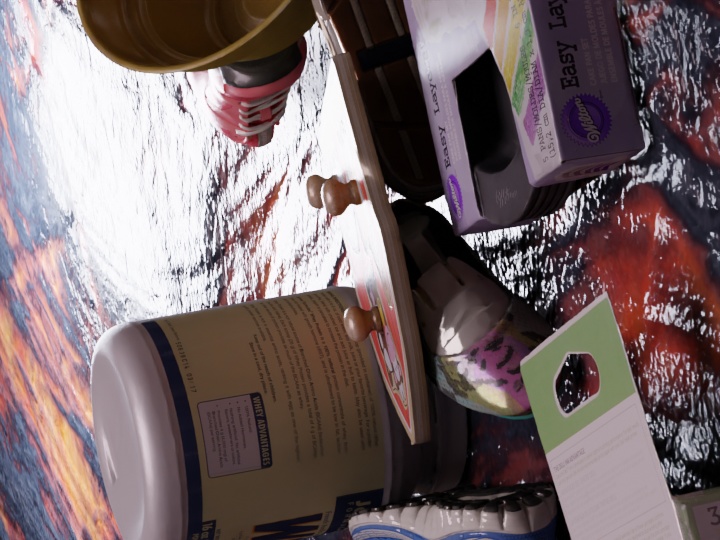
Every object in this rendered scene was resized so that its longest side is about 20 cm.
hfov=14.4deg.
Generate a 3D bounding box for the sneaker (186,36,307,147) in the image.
[{"bbox_3d":[-0.069,-0.124,1.905,0.200,0.073,0.087,-150,39,-73],"label":"sneaker"}]

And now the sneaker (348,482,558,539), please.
[{"bbox_3d":[0.053,0.170,1.612,0.200,0.078,0.090,171,89,-68],"label":"sneaker"}]

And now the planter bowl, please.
[{"bbox_3d":[-0.073,-0.192,1.751,0.083,0.200,0.201,39,-159,-48],"label":"planter bowl"}]

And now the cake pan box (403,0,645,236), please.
[{"bbox_3d":[0.075,-0.125,1.440,0.184,0.052,0.201,146,113,-74],"label":"cake pan box"}]

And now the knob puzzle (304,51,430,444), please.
[{"bbox_3d":[0.000,0.000,1.574,0.220,0.030,0.221,166,90,-83],"label":"knob puzzle"}]

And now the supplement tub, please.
[{"bbox_3d":[-0.050,0.089,1.700,0.145,0.199,0.146,171,90,-73],"label":"supplement tub"}]

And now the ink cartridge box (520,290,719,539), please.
[{"bbox_3d":[0.140,0.119,1.362,0.146,0.048,0.201,132,127,-69],"label":"ink cartridge box"}]

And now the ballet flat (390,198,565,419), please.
[{"bbox_3d":[0.049,0.014,1.553,0.071,0.069,0.200,56,179,-29],"label":"ballet flat"}]

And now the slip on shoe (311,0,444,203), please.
[{"bbox_3d":[0.015,-0.135,1.604,0.061,0.076,0.201,110,142,-80],"label":"slip on shoe"}]
